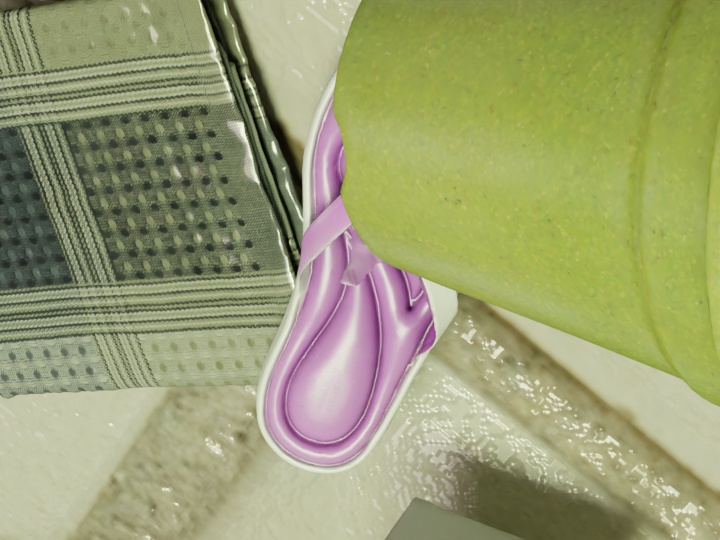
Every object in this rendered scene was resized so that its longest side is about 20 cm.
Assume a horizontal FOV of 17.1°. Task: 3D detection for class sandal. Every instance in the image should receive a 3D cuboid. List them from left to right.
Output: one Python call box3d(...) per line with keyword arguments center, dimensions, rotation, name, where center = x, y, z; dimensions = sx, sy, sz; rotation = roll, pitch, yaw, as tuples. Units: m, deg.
box3d(center=(0.007, 0.002, 0.982), dimensions=(0.082, 0.050, 0.203), rotation=(13, 115, 0), name="sandal")

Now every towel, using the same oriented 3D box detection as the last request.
box3d(center=(-0.111, -0.033, 1.063), dimensions=(0.199, 0.035, 0.193), rotation=(-3, 114, 33), name="towel")

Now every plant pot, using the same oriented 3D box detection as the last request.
box3d(center=(0.099, -0.049, 0.848), dimensions=(0.184, 0.200, 0.201), rotation=(11, 125, 36), name="plant pot")

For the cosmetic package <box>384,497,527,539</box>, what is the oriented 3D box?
box3d(center=(0.043, 0.212, 1.031), dimensions=(0.106, 0.090, 0.201), rotation=(19, 129, 17), name="cosmetic package")
